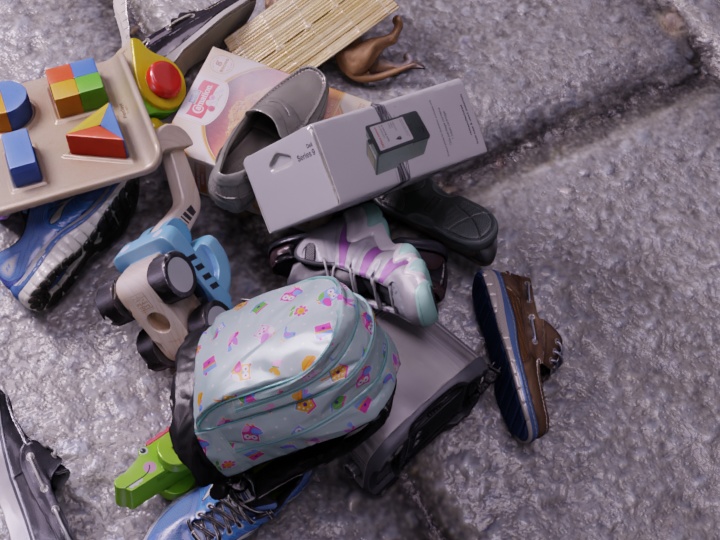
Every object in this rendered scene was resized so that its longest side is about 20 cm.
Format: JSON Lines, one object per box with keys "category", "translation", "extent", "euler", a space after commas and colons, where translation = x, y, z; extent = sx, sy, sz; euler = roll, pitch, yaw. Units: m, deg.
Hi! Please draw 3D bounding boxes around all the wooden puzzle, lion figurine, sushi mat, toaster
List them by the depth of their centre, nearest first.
{"category": "toaster", "translation": [0.034, 0.113, 1.135], "extent": [0.200, 0.114, 0.129], "euler": [-39, 68, -24]}
{"category": "wooden puzzle", "translation": [-0.320, -0.148, 1.175], "extent": [0.198, 0.047, 0.186], "euler": [-21, 52, -9]}
{"category": "sushi mat", "translation": [-0.060, -0.295, 1.369], "extent": [0.199, 0.012, 0.096], "euler": [-35, 87, 3]}
{"category": "lion figurine", "translation": [-0.022, -0.294, 1.401], "extent": [0.122, 0.073, 0.201], "euler": [-33, 73, -15]}

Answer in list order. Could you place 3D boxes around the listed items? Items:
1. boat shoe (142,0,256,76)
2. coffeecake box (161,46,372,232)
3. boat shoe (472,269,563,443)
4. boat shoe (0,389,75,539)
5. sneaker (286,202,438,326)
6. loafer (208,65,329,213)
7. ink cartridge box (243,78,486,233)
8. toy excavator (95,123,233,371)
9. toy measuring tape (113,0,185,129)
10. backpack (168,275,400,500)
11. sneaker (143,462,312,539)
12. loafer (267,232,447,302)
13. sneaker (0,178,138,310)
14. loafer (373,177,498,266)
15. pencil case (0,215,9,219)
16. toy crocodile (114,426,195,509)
{"category": "boat shoe", "translation": [-0.208, -0.279, 1.368], "extent": [0.060, 0.074, 0.200], "euler": [40, 70, 11]}
{"category": "coffeecake box", "translation": [-0.106, -0.147, 1.296], "extent": [0.198, 0.073, 0.155], "euler": [19, 61, 5]}
{"category": "boat shoe", "translation": [0.174, 0.083, 1.195], "extent": [0.072, 0.072, 0.202], "euler": [-4, 59, -11]}
{"category": "boat shoe", "translation": [-0.306, 0.193, 1.064], "extent": [0.067, 0.072, 0.201], "euler": [-18, 65, -15]}
{"category": "sneaker", "translation": [-0.015, 0.015, 1.111], "extent": [0.139, 0.078, 0.200], "euler": [-21, 30, -11]}
{"category": "loafer", "translation": [-0.093, -0.149, 1.215], "extent": [0.069, 0.070, 0.201], "euler": [26, 63, 10]}
{"category": "ink cartridge box", "translation": [0.003, -0.114, 1.155], "extent": [0.199, 0.146, 0.085], "euler": [-22, 92, -34]}
{"category": "toy excavator", "translation": [-0.191, -0.028, 1.177], "extent": [0.195, 0.099, 0.201], "euler": [54, 34, -21]}
{"category": "toy measuring tape", "translation": [-0.237, -0.240, 1.284], "extent": [0.073, 0.074, 0.202], "euler": [-7, 76, -12]}
{"category": "backpack", "translation": [-0.067, 0.094, 1.002], "extent": [0.198, 0.127, 0.168], "euler": [-19, 49, 19]}
{"category": "sneaker", "translation": [-0.122, 0.216, 1.059], "extent": [0.200, 0.089, 0.079], "euler": [-39, 81, -25]}
{"category": "loafer", "translation": [0.000, 0.000, 1.226], "extent": [0.198, 0.072, 0.064], "euler": [1, 62, -10]}
{"category": "sneaker", "translation": [-0.310, -0.056, 1.204], "extent": [0.089, 0.079, 0.200], "euler": [33, 60, 10]}
{"category": "loafer", "translation": [0.072, -0.066, 1.282], "extent": [0.072, 0.063, 0.199], "euler": [-42, 56, -18]}
{"category": "pencil case", "translation": [-0.347, -0.139, 1.258], "extent": [0.085, 0.084, 0.200], "euler": [13, 45, 47]}
{"category": "toy crocodile", "translation": [-0.156, 0.161, 1.107], "extent": [0.199, 0.068, 0.062], "euler": [-34, 61, -27]}
